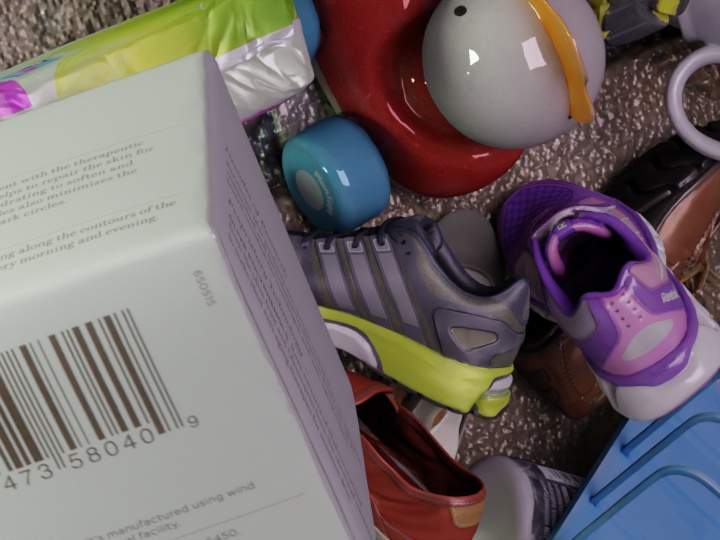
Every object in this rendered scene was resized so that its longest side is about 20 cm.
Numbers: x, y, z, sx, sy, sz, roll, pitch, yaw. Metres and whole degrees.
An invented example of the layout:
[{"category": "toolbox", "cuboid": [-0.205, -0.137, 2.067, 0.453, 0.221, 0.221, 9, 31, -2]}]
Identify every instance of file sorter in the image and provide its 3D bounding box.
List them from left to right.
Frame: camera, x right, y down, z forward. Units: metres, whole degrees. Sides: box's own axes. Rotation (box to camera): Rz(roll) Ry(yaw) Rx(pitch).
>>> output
[{"category": "file sorter", "cuboid": [0.213, 0.115, 1.383, 0.139, 0.123, 0.200, 43, 42, -3]}]

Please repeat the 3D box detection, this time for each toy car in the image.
[{"category": "toy car", "cuboid": [0.060, -0.127, 1.365, 0.184, 0.200, 0.177, -29, 101, -26]}]

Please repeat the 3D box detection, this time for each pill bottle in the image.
[{"category": "pill bottle", "cuboid": [0.146, 0.176, 1.453, 0.200, 0.106, 0.106, 18, 80, -26]}]

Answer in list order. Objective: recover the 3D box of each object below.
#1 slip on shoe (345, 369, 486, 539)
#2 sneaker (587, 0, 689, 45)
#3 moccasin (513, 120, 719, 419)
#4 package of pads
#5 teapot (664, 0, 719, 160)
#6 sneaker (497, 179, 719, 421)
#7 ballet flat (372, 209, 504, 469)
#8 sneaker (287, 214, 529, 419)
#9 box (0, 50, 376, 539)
[{"category": "slip on shoe", "cuboid": [-0.011, 0.074, 1.358, 0.200, 0.061, 0.074, 44, 31, 17]}, {"category": "sneaker", "cuboid": [0.127, -0.202, 1.365, 0.074, 0.200, 0.085, -25, 58, -14]}, {"category": "moccasin", "cuboid": [0.167, -0.003, 1.490, 0.078, 0.074, 0.201, 47, 66, -27]}, {"category": "package of pads", "cuboid": [-0.140, -0.075, 1.285, 0.200, 0.154, 0.068, -26, 99, -25]}, {"category": "teapot", "cuboid": [0.208, -0.194, 1.477, 0.146, 0.200, 0.198, -17, 126, 8]}, {"category": "sneaker", "cuboid": [0.120, -0.006, 1.391, 0.080, 0.200, 0.088, -40, 123, 3]}, {"category": "ballet flat", "cuboid": [0.045, 0.060, 1.427, 0.067, 0.064, 0.200, 27, 76, -25]}, {"category": "sneaker", "cuboid": [0.000, 0.000, 1.366, 0.200, 0.074, 0.081, 25, 103, 1]}, {"category": "box", "cuboid": [-0.119, 0.049, 1.125, 0.199, 0.171, 0.200, -19, 121, 6]}]
